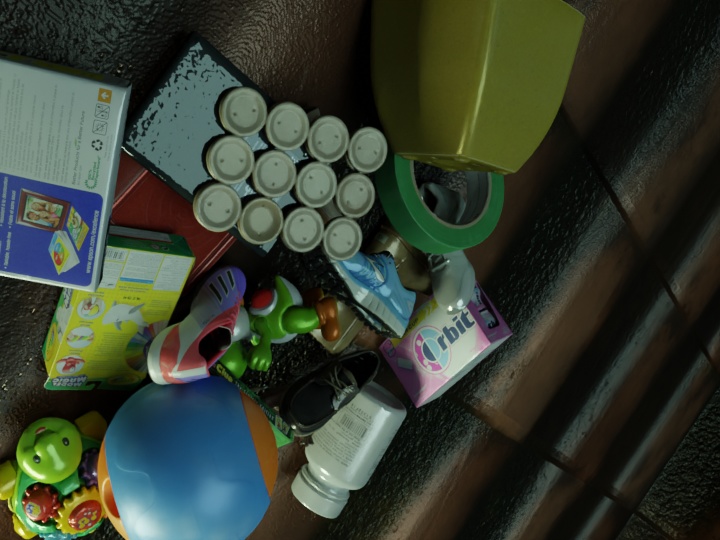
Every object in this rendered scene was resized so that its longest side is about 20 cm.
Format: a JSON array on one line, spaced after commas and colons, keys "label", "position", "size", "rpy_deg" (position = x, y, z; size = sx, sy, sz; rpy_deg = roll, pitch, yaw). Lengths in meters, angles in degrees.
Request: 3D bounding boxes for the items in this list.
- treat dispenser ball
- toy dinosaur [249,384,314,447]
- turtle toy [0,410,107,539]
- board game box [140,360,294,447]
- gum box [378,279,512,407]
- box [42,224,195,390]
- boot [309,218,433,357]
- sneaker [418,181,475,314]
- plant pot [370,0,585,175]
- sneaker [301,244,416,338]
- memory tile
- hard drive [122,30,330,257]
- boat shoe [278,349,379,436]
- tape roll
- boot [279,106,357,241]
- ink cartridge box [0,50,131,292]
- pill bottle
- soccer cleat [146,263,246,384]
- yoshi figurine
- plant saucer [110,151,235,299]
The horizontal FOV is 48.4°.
[{"label": "treat dispenser ball", "position": [-0.190, 0.217, 0.891], "size": [0.199, 0.200, 0.204], "rpy_deg": [-24, 131, -31]}, {"label": "toy dinosaur", "position": [-0.128, 0.197, 1.122], "size": [0.198, 0.085, 0.138], "rpy_deg": [-25, 125, -39]}, {"label": "turtle toy", "position": [-0.340, 0.239, 0.920], "size": [0.144, 0.101, 0.203], "rpy_deg": [-31, 134, -26]}, {"label": "board game box", "position": [-0.182, 0.166, 0.994], "size": [0.104, 0.024, 0.201], "rpy_deg": [-26, 122, 24]}, {"label": "gum box", "position": [0.129, 0.104, 1.219], "size": [0.066, 0.114, 0.200], "rpy_deg": [-15, 154, -47]}, {"label": "box", "position": [-0.269, 0.049, 0.876], "size": [0.116, 0.048, 0.202], "rpy_deg": [8, 119, -39]}, {"label": "boot", "position": [0.019, 0.045, 1.180], "size": [0.201, 0.066, 0.175], "rpy_deg": [-50, 128, -8]}, {"label": "sneaker", "position": [0.111, -0.034, 1.138], "size": [0.070, 0.204, 0.080], "rpy_deg": [-25, 147, 34]}, {"label": "plant pot", "position": [0.128, -0.224, 0.957], "size": [0.192, 0.193, 0.205], "rpy_deg": [7, 92, -46]}, {"label": "sneaker", "position": [0.000, 0.000, 1.089], "size": [0.200, 0.078, 0.091], "rpy_deg": [46, 65, -20]}, {"label": "memory tile", "position": [-0.072, -0.098, 0.858], "size": [0.197, 0.017, 0.156], "rpy_deg": [13, 95, -28]}, {"label": "hard drive", "position": [-0.140, -0.129, 0.846], "size": [0.199, 0.033, 0.141], "rpy_deg": [39, 84, -27]}, {"label": "boat shoe", "position": [-0.040, 0.158, 1.115], "size": [0.073, 0.075, 0.199], "rpy_deg": [-44, 175, 36]}, {"label": "tape roll", "position": [0.109, -0.126, 1.080], "size": [0.197, 0.048, 0.205], "rpy_deg": [8, 77, -35]}, {"label": "boot", "position": [-0.057, -0.125, 0.985], "size": [0.199, 0.069, 0.149], "rpy_deg": [-33, 122, -59]}, {"label": "ink cartridge box", "position": [-0.323, -0.094, 0.728], "size": [0.196, 0.047, 0.201], "rpy_deg": [12, 110, -11]}, {"label": "pill bottle", "position": [-0.022, 0.275, 1.249], "size": [0.114, 0.114, 0.202], "rpy_deg": [24, 98, -49]}, {"label": "soccer cleat", "position": [-0.164, 0.059, 0.903], "size": [0.201, 0.072, 0.069], "rpy_deg": [-59, 144, -55]}, {"label": "yoshi figurine", "position": [-0.128, 0.088, 1.024], "size": [0.196, 0.113, 0.113], "rpy_deg": [-9, 147, -20]}, {"label": "plant saucer", "position": [-0.197, -0.076, 0.902], "size": [0.200, 0.037, 0.201], "rpy_deg": [-48, 140, -9]}]
